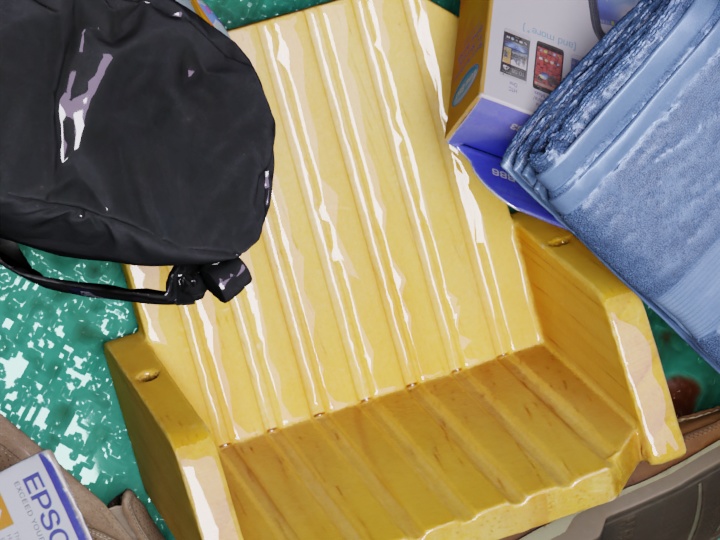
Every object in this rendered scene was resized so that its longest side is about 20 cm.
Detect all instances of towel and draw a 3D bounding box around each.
[{"bbox_3d":[0.161,-0.017,1.076,0.200,0.049,0.112,42,96,-16],"label":"towel"}]

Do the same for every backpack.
[{"bbox_3d":[-0.134,-0.069,1.052,0.166,0.200,0.127,25,85,-33],"label":"backpack"}]

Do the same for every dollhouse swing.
[{"bbox_3d":[0.000,0.000,1.104,0.199,0.182,0.177,-16,113,-13],"label":"dollhouse swing"}]

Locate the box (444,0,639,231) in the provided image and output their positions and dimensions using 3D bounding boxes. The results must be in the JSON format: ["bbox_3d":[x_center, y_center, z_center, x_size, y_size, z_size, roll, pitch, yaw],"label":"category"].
[{"bbox_3d":[0.101,-0.103,1.140,0.118,0.042,0.201,18,52,-16],"label":"box"}]

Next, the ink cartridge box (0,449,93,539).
[{"bbox_3d":[-0.148,0.190,1.055,0.199,0.041,0.201,-25,86,23],"label":"ink cartridge box"}]

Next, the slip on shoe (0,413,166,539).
[{"bbox_3d":[-0.103,0.118,1.121,0.199,0.076,0.061,30,67,-7],"label":"slip on shoe"}]

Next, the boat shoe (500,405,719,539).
[{"bbox_3d":[0.109,0.088,1.168,0.199,0.072,0.068,-20,53,-31],"label":"boat shoe"}]
